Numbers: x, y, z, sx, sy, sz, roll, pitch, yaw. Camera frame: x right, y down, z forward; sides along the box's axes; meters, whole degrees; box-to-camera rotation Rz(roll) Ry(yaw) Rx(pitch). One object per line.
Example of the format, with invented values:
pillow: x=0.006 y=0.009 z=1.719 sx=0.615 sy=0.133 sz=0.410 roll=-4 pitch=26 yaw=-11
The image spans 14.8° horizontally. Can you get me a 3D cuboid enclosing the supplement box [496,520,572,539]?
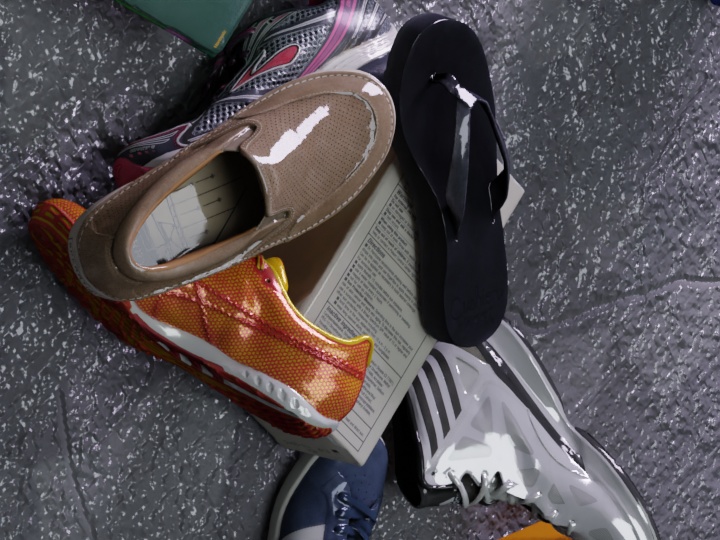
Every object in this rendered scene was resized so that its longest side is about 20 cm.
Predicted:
supplement box: x=0.123 y=0.266 z=1.751 sx=0.126 sy=0.074 sz=0.200 roll=-19 pitch=107 yaw=-40

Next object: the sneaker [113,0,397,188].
sneaker: x=-0.061 y=-0.094 z=1.529 sx=0.200 sy=0.081 sz=0.075 roll=-33 pitch=90 yaw=-35

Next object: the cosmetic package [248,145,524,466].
cosmetic package: x=0.000 y=0.000 z=1.594 sx=0.105 sy=0.071 sz=0.200 roll=49 pitch=64 yaw=-37

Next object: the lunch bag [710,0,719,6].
lunch bag: x=0.276 y=-0.253 z=1.727 sx=0.170 sy=0.200 sz=0.127 roll=41 pitch=69 yaw=-38

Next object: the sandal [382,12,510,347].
sandal: x=0.061 y=-0.052 z=1.558 sx=0.076 sy=0.043 sz=0.200 roll=-32 pitch=121 yaw=-38

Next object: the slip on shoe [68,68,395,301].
slip on shoe: x=-0.057 y=-0.046 z=1.433 sx=0.200 sy=0.061 sz=0.076 roll=-26 pitch=98 yaw=-25

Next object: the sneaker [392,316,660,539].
sneaker: x=0.089 y=0.134 z=1.674 sx=0.115 sy=0.076 sz=0.201 roll=-35 pitch=87 yaw=-21

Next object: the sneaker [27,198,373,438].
sneaker: x=-0.086 y=0.014 z=1.482 sx=0.200 sy=0.073 sz=0.077 roll=32 pitch=73 yaw=-11

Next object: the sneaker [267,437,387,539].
sneaker: x=-0.015 y=0.187 z=1.601 sx=0.075 sy=0.085 sz=0.200 roll=31 pitch=75 yaw=-42

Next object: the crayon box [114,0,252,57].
crayon box: x=-0.080 y=-0.228 z=1.446 sx=0.119 sy=0.058 sz=0.200 roll=28 pitch=95 yaw=-35
